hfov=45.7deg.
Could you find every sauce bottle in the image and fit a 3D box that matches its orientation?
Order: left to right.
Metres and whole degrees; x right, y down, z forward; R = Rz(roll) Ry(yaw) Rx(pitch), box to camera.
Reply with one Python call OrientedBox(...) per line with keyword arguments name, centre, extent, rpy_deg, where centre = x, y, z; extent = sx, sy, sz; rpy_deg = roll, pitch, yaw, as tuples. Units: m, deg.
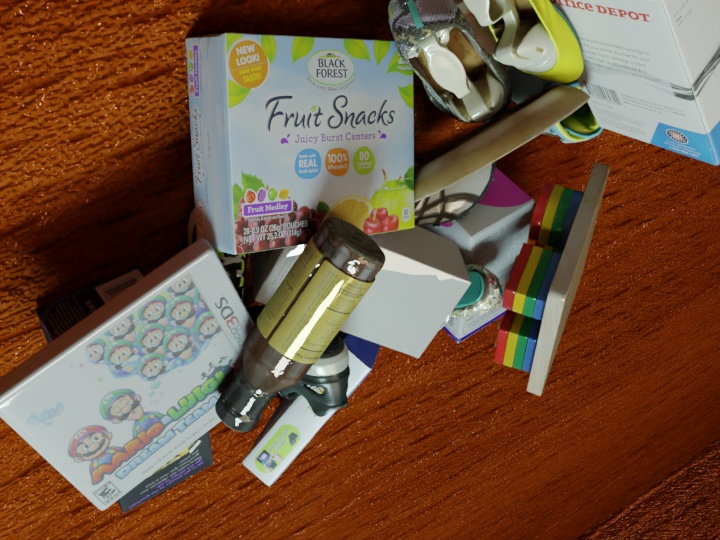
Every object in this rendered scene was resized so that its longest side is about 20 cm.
OrientedBox(name="sauce bottle", centre=(-0.057, 0.050, 0.716), extent=(0.064, 0.065, 0.201), rpy_deg=(11, 122, -51))

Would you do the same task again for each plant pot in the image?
OrientedBox(name="plant pot", centre=(0.122, -0.125, 0.815), extent=(0.199, 0.028, 0.200), rpy_deg=(-31, -173, 4))

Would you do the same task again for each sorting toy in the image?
OrientedBox(name="sorting toy", centre=(0.216, 0.005, 0.993), extent=(0.201, 0.069, 0.200), rpy_deg=(85, 27, -53))

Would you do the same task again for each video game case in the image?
OrientedBox(name="video game case", centre=(-0.175, 0.092, 0.710), extent=(0.199, 0.024, 0.183), rpy_deg=(-36, 140, -14))
OrientedBox(name="video game case", centre=(-0.047, 0.137, 1.009), extent=(0.182, 0.045, 0.200), rpy_deg=(-49, -178, 13))

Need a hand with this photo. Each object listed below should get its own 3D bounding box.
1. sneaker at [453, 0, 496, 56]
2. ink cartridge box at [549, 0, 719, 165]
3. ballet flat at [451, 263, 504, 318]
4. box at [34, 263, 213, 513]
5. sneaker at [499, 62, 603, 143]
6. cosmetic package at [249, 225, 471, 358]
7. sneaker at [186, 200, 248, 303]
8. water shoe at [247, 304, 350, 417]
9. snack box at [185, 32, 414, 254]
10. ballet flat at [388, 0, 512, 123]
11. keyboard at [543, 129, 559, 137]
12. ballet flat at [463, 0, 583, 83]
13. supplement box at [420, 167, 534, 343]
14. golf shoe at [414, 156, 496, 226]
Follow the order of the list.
OrientedBox(name="sneaker", centre=(0.132, -0.247, 0.816), extent=(0.199, 0.076, 0.105), rpy_deg=(-26, 143, -15))
OrientedBox(name="ink cartridge box", centre=(0.257, -0.203, 0.759), extent=(0.086, 0.146, 0.200), rpy_deg=(-47, 132, -8))
OrientedBox(name="ballet flat", centre=(0.076, 0.031, 0.988), extent=(0.064, 0.198, 0.077), rpy_deg=(17, 77, -52))
OrientedBox(name="box", centre=(-0.219, 0.116, 0.818), extent=(0.105, 0.122, 0.201), rpy_deg=(-26, 144, -25))
OrientedBox(name="sneaker", centre=(0.239, -0.183, 0.950), extent=(0.199, 0.131, 0.080), rpy_deg=(-1, 127, -46))
OrientedBox(name="cosmetic package", centre=(0.000, 0.000, 0.875), extent=(0.199, 0.081, 0.113), rpy_deg=(22, 119, -24))
OrientedBox(name="sneaker", centre=(-0.127, 0.003, 0.822), extent=(0.071, 0.083, 0.201), rpy_deg=(-12, 137, -38))
OrientedBox(name="water shoe", centre=(-0.084, 0.091, 0.867), extent=(0.071, 0.199, 0.080), rpy_deg=(-15, 109, -32))
OrientedBox(name="snack box", centre=(-0.044, -0.111, 0.728), extent=(0.199, 0.067, 0.171), rpy_deg=(-10, 104, -41))
OrientedBox(name="ballet flat", centre=(0.086, -0.168, 0.752), extent=(0.072, 0.072, 0.200), rpy_deg=(-46, 143, 7))
OrientedBox(name="keyboard", centre=(0.193, -0.168, 0.992), extent=(0.199, 0.056, 0.011), rpy_deg=(0, 107, -47))
OrientedBox(name="ballet flat", centre=(0.125, -0.218, 0.725), extent=(0.200, 0.066, 0.067), rpy_deg=(49, 55, -35))
OrientedBox(name="supplement box", centre=(0.133, -0.024, 1.052), extent=(0.103, 0.101, 0.201), rpy_deg=(-29, 146, -20))
OrientedBox(name="golf shoe", centre=(0.065, -0.091, 0.925), extent=(0.199, 0.078, 0.095), rpy_deg=(-35, 147, -13))
